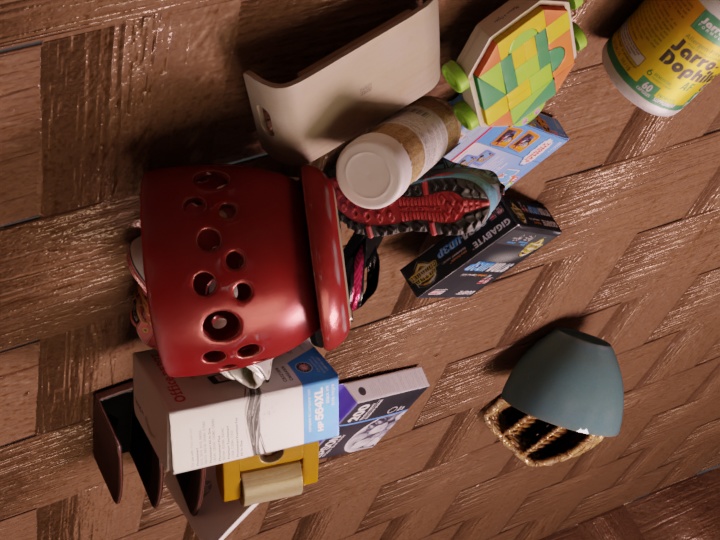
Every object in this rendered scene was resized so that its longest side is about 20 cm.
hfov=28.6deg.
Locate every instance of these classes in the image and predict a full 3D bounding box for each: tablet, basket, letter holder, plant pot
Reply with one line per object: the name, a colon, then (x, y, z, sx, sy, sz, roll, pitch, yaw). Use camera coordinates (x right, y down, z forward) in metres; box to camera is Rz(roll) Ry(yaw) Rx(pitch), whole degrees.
tablet: (-0.192, 0.282, 1.897, 0.130, 0.200, 0.014, -45, 122, -3)
basket: (0.344, 0.259, 2.490, 0.200, 0.143, 0.149, -41, 154, 28)
letter holder: (-0.268, 0.241, 1.796, 0.100, 0.142, 0.200, -19, 155, -20)
plant pot: (0.343, 0.170, 2.292, 0.200, 0.200, 0.135, 6, 103, -52)
plant pot: (-0.106, -0.008, 1.340, 0.182, 0.201, 0.200, -9, 155, -1)

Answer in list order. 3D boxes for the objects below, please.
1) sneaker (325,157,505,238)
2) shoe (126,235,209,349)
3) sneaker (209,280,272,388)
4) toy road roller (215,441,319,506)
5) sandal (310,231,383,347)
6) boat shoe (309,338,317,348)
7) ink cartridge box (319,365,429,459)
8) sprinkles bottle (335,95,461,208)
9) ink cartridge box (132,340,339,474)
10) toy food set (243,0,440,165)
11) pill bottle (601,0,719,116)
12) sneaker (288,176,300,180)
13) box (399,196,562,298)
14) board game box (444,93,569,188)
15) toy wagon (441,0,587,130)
sneaker: (0.058, -0.080, 1.491, 0.096, 0.200, 0.079, -36, 129, -55)
shoe: (-0.216, 0.032, 1.513, 0.091, 0.072, 0.200, -20, 149, 15)
sneaker: (-0.111, 0.075, 1.546, 0.074, 0.116, 0.200, -3, 166, 27)
toy road roller: (-0.129, 0.182, 1.775, 0.123, 0.146, 0.200, -9, 127, -15)
sandal: (0.000, 0.000, 1.593, 0.200, 0.045, 0.075, -62, 164, -1)
boat shoe: (-0.150, 0.078, 1.682, 0.200, 0.065, 0.073, 8, 113, -30)
ink cartridge box: (-0.021, 0.226, 2.159, 0.200, 0.043, 0.198, -7, 150, -37)
sprinkles bottle: (0.041, -0.119, 1.384, 0.068, 0.068, 0.200, -41, -179, 28)
ink cartridge box: (-0.142, 0.140, 1.587, 0.200, 0.146, 0.084, -10, 118, -22)
toy food set: (-0.011, -0.190, 1.314, 0.200, 0.060, 0.144, -32, 158, -11)
pill bottle: (0.354, -0.264, 1.471, 0.113, 0.113, 0.200, -5, 148, -42)
sneaker: (-0.092, -0.043, 1.509, 0.081, 0.077, 0.200, 7, 150, -15)
box: (0.156, -0.026, 1.787, 0.159, 0.046, 0.200, -36, 166, 18)
board game box: (0.127, -0.131, 1.592, 0.151, 0.037, 0.200, -39, 153, 25)
toy wagon: (0.163, -0.202, 1.429, 0.155, 0.040, 0.200, -36, 150, -7)
